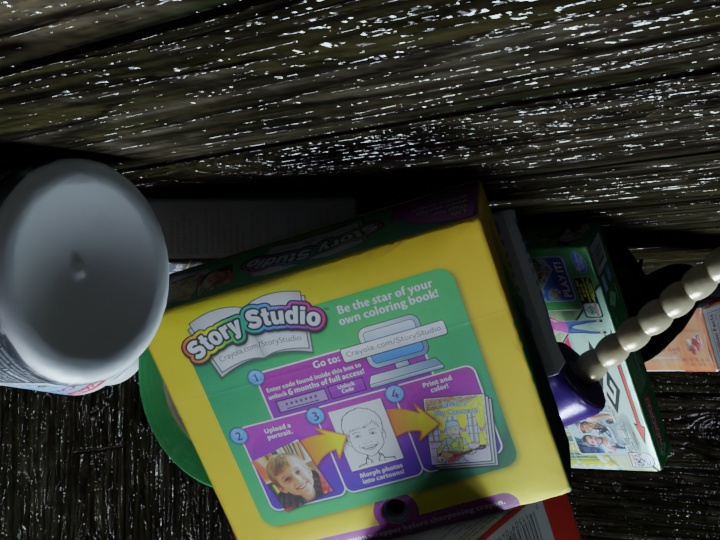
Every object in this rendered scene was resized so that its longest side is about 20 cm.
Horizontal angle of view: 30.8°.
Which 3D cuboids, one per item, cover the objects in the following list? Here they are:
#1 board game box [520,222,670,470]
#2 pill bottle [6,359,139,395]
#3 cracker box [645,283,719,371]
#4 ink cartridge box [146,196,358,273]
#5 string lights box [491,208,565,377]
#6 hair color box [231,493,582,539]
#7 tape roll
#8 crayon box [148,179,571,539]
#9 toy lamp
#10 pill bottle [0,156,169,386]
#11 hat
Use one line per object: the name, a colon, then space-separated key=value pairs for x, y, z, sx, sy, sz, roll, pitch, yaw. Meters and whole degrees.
board game box: x=0.137 y=0.060 z=0.956 sx=0.133 sy=0.202 sz=0.029 roll=-4 pitch=-147 yaw=34
pill bottle: x=-0.256 y=0.046 z=1.088 sx=0.107 sy=0.110 sz=0.200 roll=-2 pitch=170 yaw=18
cracker box: x=0.333 y=0.032 z=1.121 sx=0.198 sy=0.058 sz=0.134 roll=-17 pitch=-177 yaw=-22
ink cartridge box: x=-0.114 y=-0.016 z=0.834 sx=0.197 sy=0.048 sz=0.198 roll=-2 pitch=177 yaw=-11
string lights box: x=0.016 y=0.043 z=0.807 sx=0.198 sy=0.104 sz=0.059 roll=-20 pitch=178 yaw=14
hair color box: x=0.025 y=0.167 z=0.808 sx=0.110 sy=0.065 sz=0.199 roll=-31 pitch=-161 yaw=-37
tape roll: x=-0.095 y=0.083 z=1.110 sx=0.198 sy=0.204 sz=0.048 roll=-3 pitch=175 yaw=27
crayon box: x=0.000 y=0.063 z=0.734 sx=0.198 sy=0.174 sz=0.058 roll=-16 pitch=-159 yaw=14
toy lamp: x=0.183 y=0.038 z=0.855 sx=0.200 sy=0.059 sz=0.058 roll=-40 pitch=159 yaw=22
pill bottle: x=-0.197 y=0.005 z=0.667 sx=0.198 sy=0.108 sz=0.105 roll=-4 pitch=175 yaw=43
hat: x=0.181 y=0.029 z=1.070 sx=0.200 sy=0.081 sz=0.201 roll=-36 pitch=-169 yaw=8
